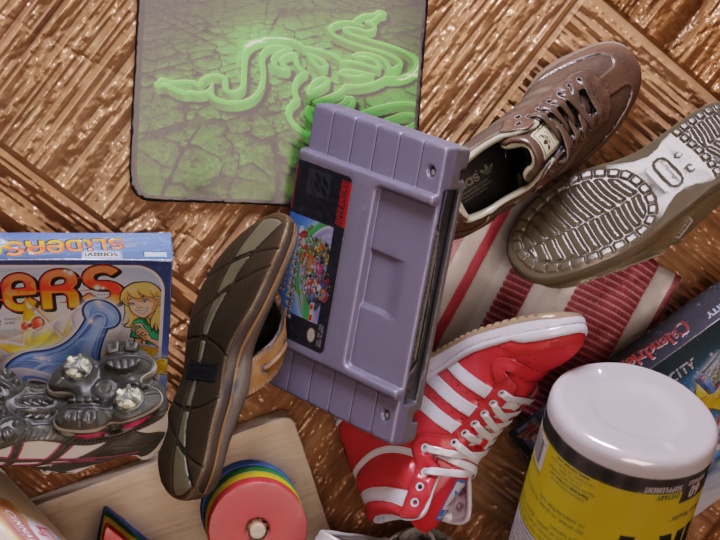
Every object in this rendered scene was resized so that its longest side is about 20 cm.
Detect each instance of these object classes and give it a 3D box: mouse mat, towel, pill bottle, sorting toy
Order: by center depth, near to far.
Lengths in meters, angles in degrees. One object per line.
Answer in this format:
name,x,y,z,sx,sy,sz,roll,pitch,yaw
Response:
pill bottle,0.159,0.173,1.221,0.113,0.115,0.201,5,121,-11
mouse mat,-0.055,-0.123,1.240,0.198,0.008,0.162,1,102,-12
sorting toy,-0.109,0.228,1.271,0.199,0.070,0.200,-19,105,-6
towel,0.114,0.020,1.295,0.199,0.023,0.145,28,94,-16

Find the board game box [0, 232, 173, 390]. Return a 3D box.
board game box,-0.225,0.039,1.203,0.198,0.035,0.136,-1,125,-10

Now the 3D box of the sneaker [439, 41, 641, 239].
sneaker,0.123,-0.084,1.232,0.200,0.075,0.071,-39,103,-12

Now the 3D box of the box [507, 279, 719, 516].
box,0.220,0.112,1.307,0.199,0.038,0.137,-35,121,-2

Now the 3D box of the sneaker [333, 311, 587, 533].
sneaker,0.075,0.106,1.225,0.199,0.071,0.113,-26,67,29

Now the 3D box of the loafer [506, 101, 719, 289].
loafer,0.193,-0.040,1.260,0.199,0.076,0.068,-27,149,-7

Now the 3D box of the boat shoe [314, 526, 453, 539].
boat shoe,0.040,0.209,1.269,0.199,0.072,0.066,11,99,-36

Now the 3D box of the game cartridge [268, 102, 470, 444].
game cartridge,0.000,0.000,1.215,0.038,0.129,0.202,-6,111,-50

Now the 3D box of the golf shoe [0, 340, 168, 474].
golf shoe,-0.222,0.105,1.184,0.198,0.078,0.088,-4,141,0

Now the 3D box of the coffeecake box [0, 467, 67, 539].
coffeecake box,-0.279,0.237,1.195,0.201,0.153,0.073,-56,143,4

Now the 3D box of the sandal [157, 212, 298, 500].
sandal,-0.080,0.060,1.230,0.054,0.081,0.202,19,82,-34
